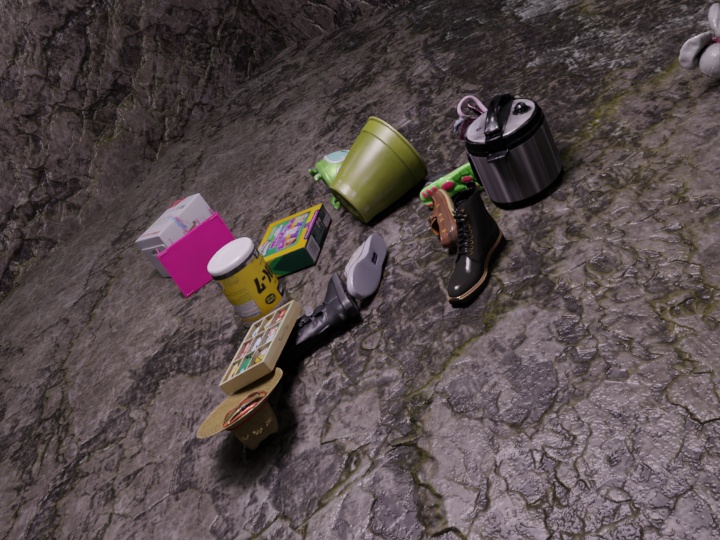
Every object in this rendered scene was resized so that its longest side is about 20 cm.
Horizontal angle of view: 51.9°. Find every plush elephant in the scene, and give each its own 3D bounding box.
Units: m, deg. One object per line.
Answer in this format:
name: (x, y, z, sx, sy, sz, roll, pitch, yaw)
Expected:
plush elephant: (0.727, -0.440, 1.450, 0.198, 0.164, 0.156, -16, -37, -55)

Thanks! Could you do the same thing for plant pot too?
plant pot: (0.029, -0.229, 1.790, 0.193, 0.201, 0.200, -47, 29, -6)

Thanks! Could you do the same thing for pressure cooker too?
pressure cooker: (0.307, -0.256, 1.510, 0.177, 0.202, 0.176, -35, 29, -6)

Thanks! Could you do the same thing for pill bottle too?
pill bottle: (-0.231, 0.041, 1.588, 0.112, 0.202, 0.115, -24, 28, 14)

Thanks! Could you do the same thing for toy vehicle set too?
toy vehicle set: (-0.192, 0.147, 1.439, 0.123, 0.027, 0.201, -31, 20, 28)

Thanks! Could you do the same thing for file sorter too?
file sorter: (-0.449, -0.056, 2.045, 0.198, 0.140, 0.125, -37, 25, -10)

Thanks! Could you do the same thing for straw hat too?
straw hat: (-0.190, 0.266, 1.303, 0.199, 0.086, 0.201, -35, 10, 7)

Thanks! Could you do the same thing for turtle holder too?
turtle holder: (-0.046, -0.244, 1.940, 0.131, 0.142, 0.186, -37, -3, 1)

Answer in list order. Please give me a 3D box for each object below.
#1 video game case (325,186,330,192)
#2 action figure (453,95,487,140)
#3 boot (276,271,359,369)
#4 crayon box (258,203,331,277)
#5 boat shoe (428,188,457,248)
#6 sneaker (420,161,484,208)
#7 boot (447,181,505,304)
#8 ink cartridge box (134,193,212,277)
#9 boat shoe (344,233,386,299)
video game case: (0.008, -0.270, 2.043, 0.197, 0.019, 0.143, 3, 44, 47)
action figure: (0.317, -0.316, 1.653, 0.196, 0.150, 0.135, 22, 61, 18)
boot: (-0.104, 0.101, 1.522, 0.199, 0.066, 0.165, -38, 19, 6)
crayon box: (-0.175, -0.068, 1.864, 0.169, 0.059, 0.202, -20, 30, 25)
boat shoe: (0.174, -0.110, 1.552, 0.066, 0.073, 0.201, -26, 30, 5)
sneaker: (0.222, -0.212, 1.663, 0.196, 0.077, 0.085, -19, 34, 22)
boot: (0.189, -0.051, 1.368, 0.076, 0.140, 0.202, -7, 38, 38)
ink cartridge box: (-0.531, -0.101, 2.188, 0.143, 0.146, 0.201, -7, 36, 45)
boat shoe: (0.000, 0.000, 1.569, 0.069, 0.071, 0.202, -33, 23, 34)
